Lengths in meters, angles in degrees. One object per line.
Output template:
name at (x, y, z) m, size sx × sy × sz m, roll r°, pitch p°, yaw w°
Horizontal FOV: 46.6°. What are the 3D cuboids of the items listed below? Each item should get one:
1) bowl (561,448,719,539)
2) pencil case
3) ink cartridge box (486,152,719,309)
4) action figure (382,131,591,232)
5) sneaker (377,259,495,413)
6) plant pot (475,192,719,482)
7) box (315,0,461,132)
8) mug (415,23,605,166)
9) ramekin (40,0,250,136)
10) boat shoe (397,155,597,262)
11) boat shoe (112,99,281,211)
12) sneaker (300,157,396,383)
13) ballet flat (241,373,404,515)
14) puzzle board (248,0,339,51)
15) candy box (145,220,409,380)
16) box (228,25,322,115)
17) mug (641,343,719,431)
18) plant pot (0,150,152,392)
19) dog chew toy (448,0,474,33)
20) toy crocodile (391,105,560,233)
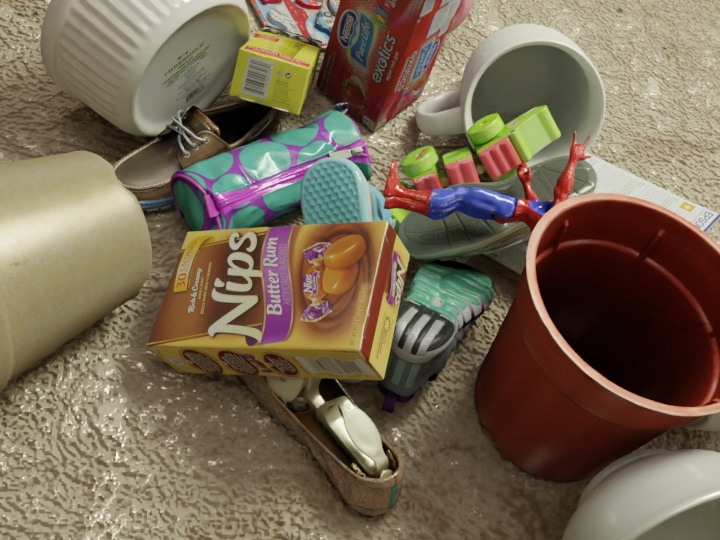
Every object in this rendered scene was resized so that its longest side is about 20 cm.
bowl at (0.232, 0.204, 0.648) m, size 0.199 × 0.202 × 0.091 m, roll -3°, pitch 36°, yaw -18°
pencil case at (-0.083, -0.092, 0.822) m, size 0.199 × 0.092 × 0.086 m, roll -29°, pitch 107°, yaw -30°
ink cartridge box at (0.244, -0.044, 0.884) m, size 0.199 × 0.044 × 0.196 m, roll 33°, pitch 51°, yaw 28°
action figure at (0.128, -0.082, 0.752) m, size 0.198 × 0.065 × 0.100 m, roll 16°, pitch 81°, yaw 5°
sneaker at (0.064, 0.055, 0.780) m, size 0.074 × 0.088 × 0.200 m, roll 28°, pitch 27°, yaw 17°
plant pot at (0.197, 0.075, 0.712) m, size 0.199 × 0.196 × 0.202 m, roll 8°, pitch 53°, yaw -11°
box at (0.034, -0.266, 0.913) m, size 0.095 × 0.201 × 0.100 m, roll 40°, pitch 54°, yaw 12°
mug at (0.158, -0.195, 0.939) m, size 0.198 × 0.149 × 0.176 m, roll -14°, pitch 24°, yaw 10°
ramekin at (-0.199, -0.227, 0.820) m, size 0.105 × 0.201 × 0.200 m, roll 41°, pitch 54°, yaw 10°
boat shoe at (0.135, -0.050, 0.821) m, size 0.200 × 0.065 × 0.075 m, roll -21°, pitch 53°, yaw -5°
boat shoe at (-0.166, -0.128, 0.835) m, size 0.199 × 0.073 × 0.072 m, roll -33°, pitch 68°, yaw -33°
sneaker at (0.000, 0.000, 0.790) m, size 0.079 × 0.130 × 0.202 m, roll -4°, pitch 88°, yaw 14°
ballet flat at (-0.031, 0.112, 0.701) m, size 0.068 × 0.067 × 0.200 m, roll -34°, pitch 69°, yaw -32°
puzzle board at (-0.071, -0.353, 1.065) m, size 0.150 × 0.017 × 0.201 m, roll -14°, pitch 60°, yaw -24°
candy box at (-0.068, 0.025, 0.690) m, size 0.198 × 0.057 × 0.118 m, roll -3°, pitch 57°, yaw 26°
box at (-0.085, -0.215, 0.881) m, size 0.075 × 0.050 × 0.200 m, roll 16°, pitch 22°, yaw -4°
mug at (0.337, 0.073, 0.814) m, size 0.153 × 0.186 × 0.150 m, roll -32°, pitch 109°, yaw -23°
plant pot at (-0.274, -0.006, 0.656) m, size 0.200 × 0.201 × 0.183 m, roll 44°, pitch 43°, yaw 17°
dog chew toy at (0.070, -0.388, 1.071) m, size 0.123 × 0.125 × 0.201 m, roll -4°, pitch 48°, yaw -19°
toy crocodile at (0.108, -0.103, 0.851) m, size 0.199 × 0.068 × 0.062 m, roll -25°, pitch 22°, yaw 10°
